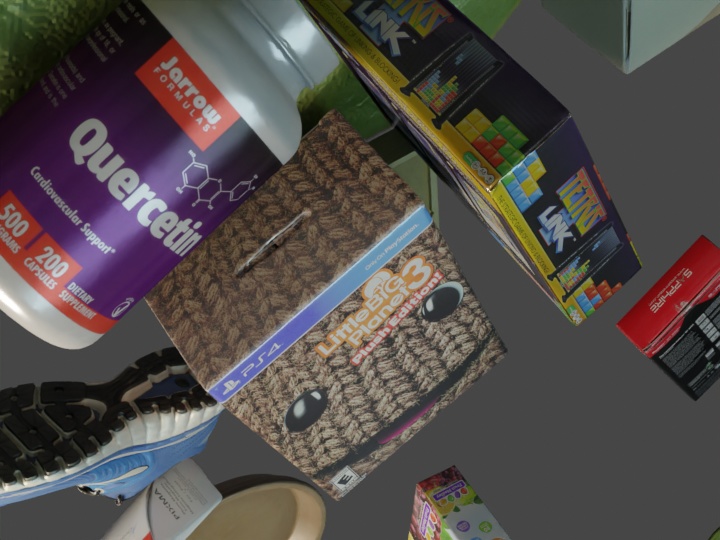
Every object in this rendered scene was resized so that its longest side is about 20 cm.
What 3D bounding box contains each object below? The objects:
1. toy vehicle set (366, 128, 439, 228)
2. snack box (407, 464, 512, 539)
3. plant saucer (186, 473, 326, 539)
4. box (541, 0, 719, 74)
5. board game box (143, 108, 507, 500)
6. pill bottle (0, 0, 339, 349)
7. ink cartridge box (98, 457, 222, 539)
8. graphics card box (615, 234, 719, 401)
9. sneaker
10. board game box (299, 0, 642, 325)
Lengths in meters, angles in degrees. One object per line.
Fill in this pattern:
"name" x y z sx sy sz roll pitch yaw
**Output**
"toy vehicle set" 0.000 0.000 0.815 0.123 0.027 0.201 -29 142 -18
"snack box" 0.103 0.312 1.139 0.052 0.142 0.202 -22 140 -24
"plant saucer" -0.118 0.239 0.950 0.198 0.030 0.202 -26 142 -22
"box" 0.216 -0.224 0.734 0.199 0.095 0.078 -32 144 -11
"board game box" -0.015 0.030 0.724 0.159 0.097 0.200 -40 145 -2
"pill bottle" -0.108 -0.064 0.571 0.200 0.113 0.112 -43 145 1
"ink cartridge box" -0.185 0.215 0.766 0.163 0.057 0.200 -47 171 11
"graphics card box" 0.350 0.054 1.187 0.126 0.051 0.199 -48 143 7
"sneaker" -0.172 0.119 0.731 0.198 0.079 0.090 -12 133 -36
"board game box" 0.059 -0.083 0.636 0.057 0.200 0.165 -40 145 2
